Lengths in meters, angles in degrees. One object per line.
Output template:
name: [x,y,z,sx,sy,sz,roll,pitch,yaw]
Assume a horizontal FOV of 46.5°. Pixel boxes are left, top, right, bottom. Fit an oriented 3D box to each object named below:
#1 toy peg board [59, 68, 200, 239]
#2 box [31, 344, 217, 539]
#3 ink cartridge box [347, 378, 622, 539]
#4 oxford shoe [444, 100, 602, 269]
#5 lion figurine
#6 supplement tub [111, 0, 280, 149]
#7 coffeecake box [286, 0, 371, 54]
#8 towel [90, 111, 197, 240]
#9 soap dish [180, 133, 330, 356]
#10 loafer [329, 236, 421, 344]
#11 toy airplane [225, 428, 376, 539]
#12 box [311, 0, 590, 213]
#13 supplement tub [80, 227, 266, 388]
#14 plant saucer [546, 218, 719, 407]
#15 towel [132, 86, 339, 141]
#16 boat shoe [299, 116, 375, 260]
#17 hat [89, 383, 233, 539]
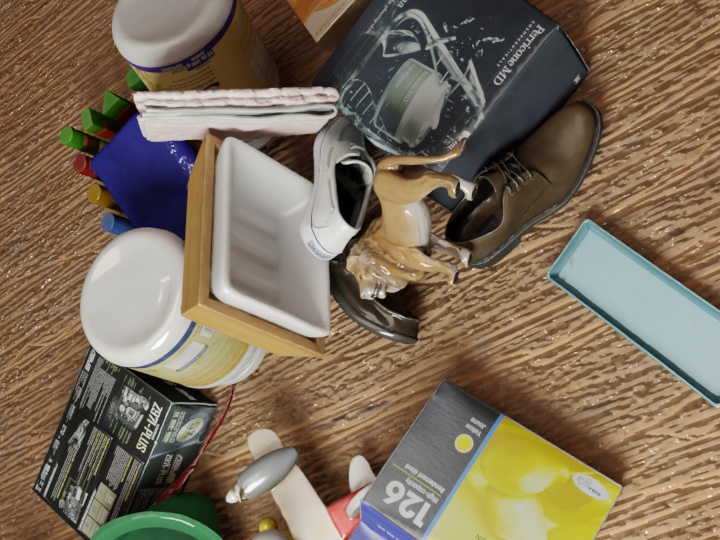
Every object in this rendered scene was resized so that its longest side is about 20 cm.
toy peg board: [-0.295,-0.146,1.101,0.198,0.097,0.202,-32,65,22]
box: [-0.291,0.217,1.029,0.162,0.086,0.203,25,93,32]
ink cartridge box: [0.103,0.231,0.763,0.196,0.047,0.201,29,69,25]
oxford shoe: [0.160,-0.087,0.824,0.201,0.084,0.073,-51,59,11]
lion figurine: [0.043,-0.051,0.787,0.121,0.073,0.203,20,133,21]
supplement tub: [-0.179,-0.240,0.972,0.142,0.201,0.148,-9,59,15]
coffeecake box: [-0.028,-0.377,1.002,0.153,0.073,0.202,-42,61,18]
towel: [-0.221,-0.088,1.007,0.147,0.050,0.201,-30,103,36]
soap dish: [-0.107,-0.020,0.852,0.081,0.156,0.203,-30,50,35]
loafer: [0.000,0.000,0.906,0.200,0.073,0.072,45,105,30]
toy airplane: [-0.053,0.275,0.842,0.197,0.140,0.203,5,82,32]
box: [0.090,-0.200,0.867,0.201,0.123,0.197,-51,62,12]
supplement tub: [-0.196,0.050,0.931,0.142,0.200,0.147,-7,70,20]
plant saucer: [0.267,0.035,0.772,0.200,0.019,0.070,41,102,30]
towel: [-0.128,-0.157,0.859,0.196,0.191,0.033,-3,94,-10]
boat shoe: [-0.012,-0.100,0.901,0.065,0.073,0.203,-31,39,37]
hat: [-0.209,0.280,0.995,0.197,0.167,0.177,-23,28,14]
